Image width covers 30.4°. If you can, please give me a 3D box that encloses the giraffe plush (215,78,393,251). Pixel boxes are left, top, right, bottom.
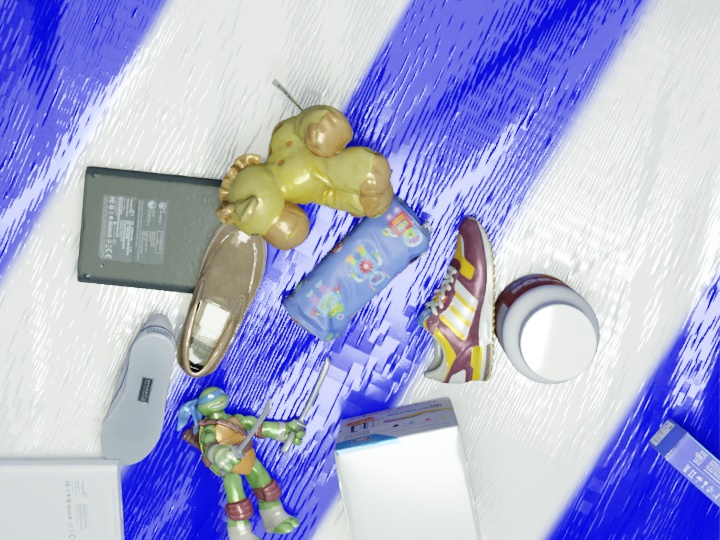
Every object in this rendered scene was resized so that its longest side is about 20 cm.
[{"bbox_3d":[-0.081,-0.097,1.510,0.200,0.173,0.162,40,76,14],"label":"giraffe plush"}]

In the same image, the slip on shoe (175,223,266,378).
[{"bbox_3d":[-0.166,0.032,1.565,0.075,0.061,0.202,25,94,-6],"label":"slip on shoe"}]

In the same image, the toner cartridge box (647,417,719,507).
[{"bbox_3d":[0.442,0.265,1.599,0.200,0.095,0.043,41,94,-4],"label":"toner cartridge box"}]

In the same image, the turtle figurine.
[{"bbox_3d":[-0.116,0.228,1.577,0.198,0.144,0.196,-13,99,5],"label":"turtle figurine"}]

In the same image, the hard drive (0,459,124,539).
[{"bbox_3d":[-0.393,0.297,1.633,0.198,0.027,0.133,0,106,0],"label":"hard drive"}]

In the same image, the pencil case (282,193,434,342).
[{"bbox_3d":[0.000,0.000,1.586,0.200,0.078,0.087,-44,101,4],"label":"pencil case"}]

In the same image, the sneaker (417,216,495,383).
[{"bbox_3d":[0.113,0.037,1.590,0.089,0.075,0.202,-2,95,-5],"label":"sneaker"}]

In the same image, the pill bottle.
[{"bbox_3d":[0.215,0.068,1.528,0.111,0.200,0.114,0,96,0],"label":"pill bottle"}]

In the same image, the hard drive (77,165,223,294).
[{"bbox_3d":[-0.237,-0.046,1.605,0.198,0.033,0.141,6,95,0],"label":"hard drive"}]

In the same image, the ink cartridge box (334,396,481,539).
[{"bbox_3d":[0.055,0.245,1.547,0.146,0.200,0.146,-12,93,2],"label":"ink cartridge box"}]

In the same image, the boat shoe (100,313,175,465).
[{"bbox_3d":[-0.262,0.145,1.608,0.073,0.066,0.201,20,116,-12],"label":"boat shoe"}]
